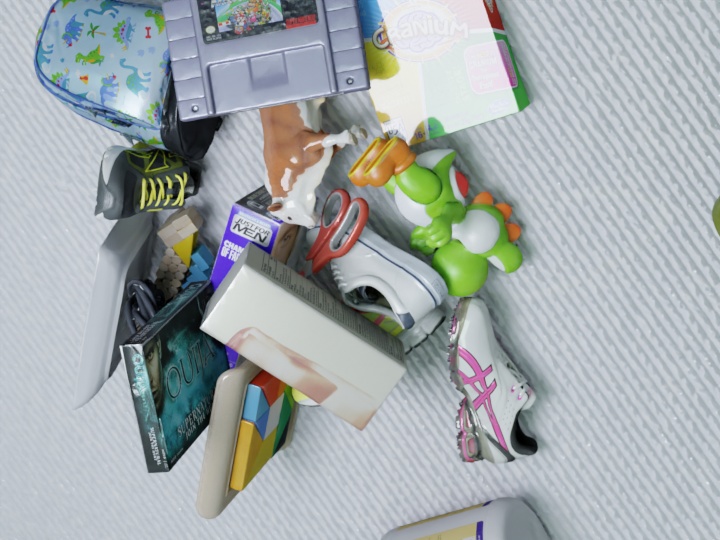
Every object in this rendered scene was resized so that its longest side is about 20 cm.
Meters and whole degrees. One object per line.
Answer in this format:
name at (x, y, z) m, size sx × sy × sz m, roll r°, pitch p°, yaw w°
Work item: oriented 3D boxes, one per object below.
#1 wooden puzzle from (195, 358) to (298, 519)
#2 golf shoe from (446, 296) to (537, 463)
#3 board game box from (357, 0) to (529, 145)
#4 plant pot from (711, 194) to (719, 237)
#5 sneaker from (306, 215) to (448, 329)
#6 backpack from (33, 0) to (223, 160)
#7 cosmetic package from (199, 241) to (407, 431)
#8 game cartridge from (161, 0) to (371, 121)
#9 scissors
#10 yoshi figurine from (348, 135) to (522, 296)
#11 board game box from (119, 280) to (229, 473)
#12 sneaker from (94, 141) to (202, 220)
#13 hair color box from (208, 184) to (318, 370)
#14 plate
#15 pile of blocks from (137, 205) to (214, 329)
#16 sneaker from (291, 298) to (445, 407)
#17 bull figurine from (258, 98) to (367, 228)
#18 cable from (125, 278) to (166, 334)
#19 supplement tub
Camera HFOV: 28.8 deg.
wooden puzzle at (-0.108, 0.160, 1.551) m, size 0.037 × 0.200 × 0.185 m, roll 20°, pitch 114°, yaw 17°
golf shoe at (0.144, 0.116, 1.513) m, size 0.092 × 0.073 × 0.200 m, roll -2°, pitch 117°, yaw 16°
board game box at (0.069, -0.239, 1.435) m, size 0.153 × 0.040 × 0.200 m, roll -16°, pitch 101°, yaw 25°
plant pot at (0.422, -0.092, 1.275) m, size 0.200 × 0.200 × 0.193 m, roll 34°, pitch 129°, yaw 8°
sneaker at (0.000, 0.000, 1.486) m, size 0.200 × 0.071 × 0.073 m, roll 26°, pitch 152°, yaw 43°
backpack at (-0.254, -0.224, 1.519) m, size 0.200 × 0.154 × 0.163 m, roll 20°, pitch 93°, yaw 29°
cosmetic package at (-0.058, 0.067, 1.451) m, size 0.200 × 0.103 × 0.087 m, roll 34°, pitch 102°, yaw -8°
game cartridge at (-0.097, -0.231, 1.424) m, size 0.200 × 0.038 × 0.130 m, roll -9°, pitch 95°, yaw 9°
scissors at (-0.053, 0.001, 1.494) m, size 0.200 × 0.014 × 0.073 m, roll -59°, pitch 41°, yaw 14°
yoshi figurine at (0.075, -0.044, 1.451) m, size 0.200 × 0.112 × 0.112 m, roll 38°, pitch 132°, yaw -16°
board game box at (-0.184, 0.104, 1.440) m, size 0.028 × 0.200 × 0.135 m, roll -5°, pitch 107°, yaw 16°
sneaker at (-0.226, -0.099, 1.519) m, size 0.085 × 0.200 × 0.075 m, roll 13°, pitch 109°, yaw 6°
hair color box at (-0.120, 0.009, 1.556) m, size 0.065 × 0.109 × 0.200 m, roll 24°, pitch 115°, yaw 13°
plate at (-0.272, 0.032, 1.581) m, size 0.032 × 0.200 × 0.200 m, roll 13°, pitch 113°, yaw 0°
pile of blocks at (-0.200, 0.009, 1.621) m, size 0.082 × 0.062 × 0.200 m, roll 19°, pitch 122°, yaw 2°
sneaker at (-0.005, 0.076, 1.556) m, size 0.200 × 0.078 × 0.090 m, roll -37°, pitch 92°, yaw 16°
bull figurine at (-0.059, -0.148, 1.471) m, size 0.121 × 0.065 × 0.200 m, roll -21°, pitch 72°, yaw 20°
cable at (-0.214, 0.091, 1.541) m, size 0.051 × 0.163 × 0.200 m, roll -9°, pitch 118°, yaw 4°
supplement tub at (0.103, 0.343, 1.560) m, size 0.200 × 0.145 × 0.146 m, roll -21°, pitch 99°, yaw 27°
